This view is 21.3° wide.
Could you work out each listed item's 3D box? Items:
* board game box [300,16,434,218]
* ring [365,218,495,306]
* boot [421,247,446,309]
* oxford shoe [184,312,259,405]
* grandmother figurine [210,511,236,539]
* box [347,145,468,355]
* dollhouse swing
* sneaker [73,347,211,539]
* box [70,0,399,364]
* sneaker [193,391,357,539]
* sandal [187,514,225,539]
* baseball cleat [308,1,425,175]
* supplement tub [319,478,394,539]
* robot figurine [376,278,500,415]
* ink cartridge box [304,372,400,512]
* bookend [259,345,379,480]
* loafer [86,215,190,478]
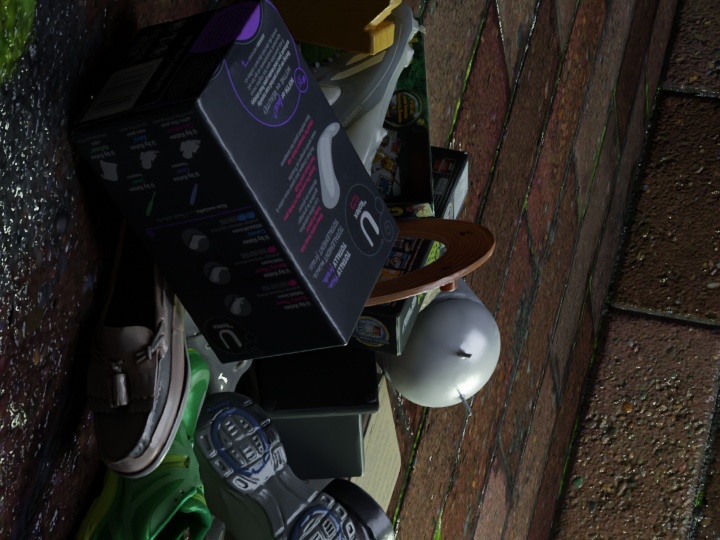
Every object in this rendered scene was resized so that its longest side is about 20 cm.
[{"bbox_3d":[0.004,-0.122,1.515,0.024,0.104,0.201,80,7,-51],"label":"board game box"},{"bbox_3d":[0.000,0.000,1.377,0.200,0.199,0.019,-46,129,-64],"label":"ring"},{"bbox_3d":[0.019,-0.044,1.619,0.072,0.155,0.200,-45,180,4],"label":"boot"},{"bbox_3d":[-0.109,0.047,1.408,0.201,0.057,0.075,80,28,-47],"label":"oxford shoe"},{"bbox_3d":[-0.098,0.259,1.602,0.122,0.060,0.201,-105,-173,-52],"label":"grandmother figurine"},{"bbox_3d":[-0.015,-0.030,1.507,0.044,0.159,0.201,88,20,-43],"label":"box"},{"bbox_3d":[0.007,-0.279,1.437,0.175,0.181,0.202,-14,114,-52],"label":"dollhouse swing"},{"bbox_3d":[-0.136,0.151,1.322,0.074,0.083,0.201,72,30,-60],"label":"sneaker"},{"bbox_3d":[-0.076,-0.056,1.232,0.201,0.105,0.123,59,38,-29],"label":"box"},{"bbox_3d":[-0.070,0.178,1.428,0.074,0.087,0.201,-36,100,-30],"label":"sneaker"},{"bbox_3d":[-0.158,0.259,1.354,0.080,0.057,0.202,-142,-102,-87],"label":"sandal"},{"bbox_3d":[-0.016,-0.151,1.461,0.201,0.106,0.070,-76,-168,-45],"label":"baseball cleat"},{"bbox_3d":[-0.063,0.253,1.497,0.200,0.107,0.107,-43,147,-27],"label":"supplement tub"},{"bbox_3d":[0.058,0.051,1.793,0.200,0.112,0.170,52,-15,47],"label":"robot figurine"},{"bbox_3d":[-0.029,0.214,1.782,0.165,0.075,0.201,78,27,-52],"label":"ink cartridge box"},{"bbox_3d":[-0.030,0.108,1.550,0.201,0.091,0.200,-93,180,-49],"label":"bookend"},{"bbox_3d":[-0.149,0.032,1.256,0.063,0.071,0.201,40,53,-54],"label":"loafer"}]
